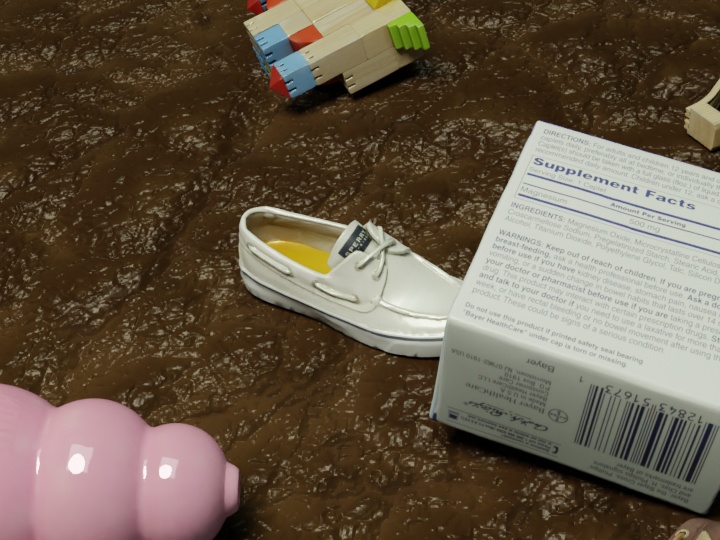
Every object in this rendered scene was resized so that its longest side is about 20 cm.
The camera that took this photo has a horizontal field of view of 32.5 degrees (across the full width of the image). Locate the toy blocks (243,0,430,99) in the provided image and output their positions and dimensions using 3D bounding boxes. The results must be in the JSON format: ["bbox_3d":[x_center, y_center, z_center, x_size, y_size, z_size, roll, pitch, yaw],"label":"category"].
[{"bbox_3d":[-0.039,-0.219,1.117,0.137,0.100,0.200,-28,46,-5],"label":"toy blocks"}]

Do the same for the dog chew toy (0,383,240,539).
[{"bbox_3d":[-0.172,0.129,0.734,0.199,0.125,0.125,1,43,-2],"label":"dog chew toy"}]

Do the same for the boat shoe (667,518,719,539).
[{"bbox_3d":[0.142,0.202,0.649,0.200,0.072,0.072,-42,31,-25],"label":"boat shoe"}]

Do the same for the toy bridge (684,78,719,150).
[{"bbox_3d":[0.350,-0.159,1.028,0.200,0.027,0.067,-24,44,-17],"label":"toy bridge"}]

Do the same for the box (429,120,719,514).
[{"bbox_3d":[0.163,0.023,0.785,0.184,0.105,0.200,18,48,12],"label":"box"}]

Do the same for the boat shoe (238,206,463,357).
[{"bbox_3d":[0.000,0.000,0.877,0.200,0.070,0.071,19,50,24],"label":"boat shoe"}]
